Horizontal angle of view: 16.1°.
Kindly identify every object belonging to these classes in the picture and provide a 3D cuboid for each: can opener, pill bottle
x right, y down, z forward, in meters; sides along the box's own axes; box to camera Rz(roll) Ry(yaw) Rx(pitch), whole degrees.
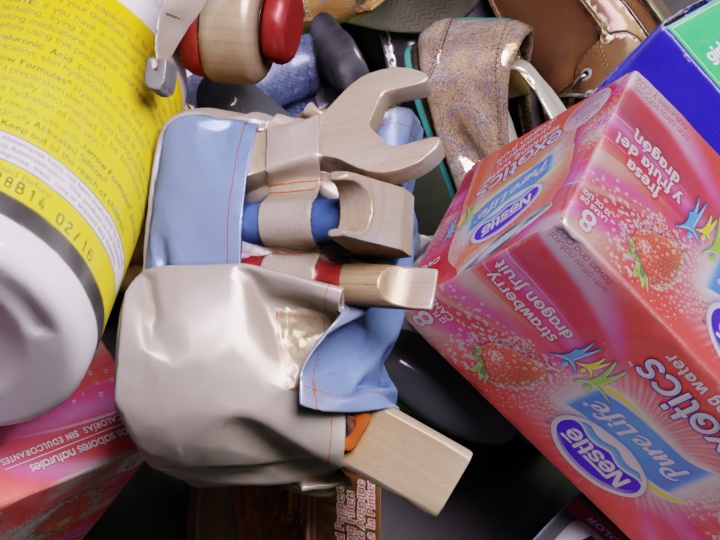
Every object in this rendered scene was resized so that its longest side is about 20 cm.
[{"bbox_3d":[0.000,0.000,1.032,0.200,0.053,0.067,39,21,-31],"label":"can opener"},{"bbox_3d":[-0.127,-0.050,0.940,0.111,0.111,0.200,26,48,-11],"label":"pill bottle"}]

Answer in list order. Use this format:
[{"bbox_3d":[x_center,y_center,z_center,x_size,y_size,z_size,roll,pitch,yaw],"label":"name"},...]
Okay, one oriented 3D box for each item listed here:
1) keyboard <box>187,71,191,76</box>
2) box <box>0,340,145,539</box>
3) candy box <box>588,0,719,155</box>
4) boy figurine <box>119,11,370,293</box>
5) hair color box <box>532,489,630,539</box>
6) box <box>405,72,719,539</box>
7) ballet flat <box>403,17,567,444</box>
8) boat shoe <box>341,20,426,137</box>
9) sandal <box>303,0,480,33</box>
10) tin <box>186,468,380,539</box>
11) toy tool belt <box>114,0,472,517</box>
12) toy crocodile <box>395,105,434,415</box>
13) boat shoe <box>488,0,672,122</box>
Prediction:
[{"bbox_3d":[-0.095,-0.121,1.119,0.056,0.011,0.200,-12,88,-30],"label":"keyboard"},{"bbox_3d":[-0.192,0.079,0.958,0.200,0.103,0.095,-20,71,-36],"label":"box"},{"bbox_3d":[0.169,0.001,1.143,0.200,0.169,0.077,50,45,8],"label":"candy box"},{"bbox_3d":[-0.089,-0.042,1.061,0.200,0.064,0.124,-23,113,-9],"label":"boy figurine"},{"bbox_3d":[0.079,0.172,1.028,0.099,0.061,0.200,40,37,9],"label":"hair color box"},{"bbox_3d":[0.127,0.034,1.023,0.200,0.103,0.095,45,47,-17],"label":"box"},{"bbox_3d":[0.077,-0.017,1.120,0.068,0.067,0.200,-55,129,-68],"label":"ballet flat"},{"bbox_3d":[-0.008,-0.154,1.210,0.060,0.074,0.200,-9,75,-16],"label":"boat shoe"},{"bbox_3d":[-0.040,-0.135,1.105,0.200,0.082,0.055,18,59,-30],"label":"sandal"},{"bbox_3d":[-0.032,0.122,1.008,0.042,0.112,0.200,19,55,-27],"label":"tin"},{"bbox_3d":[-0.012,-0.015,0.930,0.123,0.125,0.200,4,83,12],"label":"toy tool belt"},{"bbox_3d":[-0.009,-0.023,1.144,0.067,0.062,0.200,-3,59,-29],"label":"toy crocodile"},{"bbox_3d":[0.123,-0.084,1.233,0.200,0.072,0.068,48,51,7],"label":"boat shoe"}]
